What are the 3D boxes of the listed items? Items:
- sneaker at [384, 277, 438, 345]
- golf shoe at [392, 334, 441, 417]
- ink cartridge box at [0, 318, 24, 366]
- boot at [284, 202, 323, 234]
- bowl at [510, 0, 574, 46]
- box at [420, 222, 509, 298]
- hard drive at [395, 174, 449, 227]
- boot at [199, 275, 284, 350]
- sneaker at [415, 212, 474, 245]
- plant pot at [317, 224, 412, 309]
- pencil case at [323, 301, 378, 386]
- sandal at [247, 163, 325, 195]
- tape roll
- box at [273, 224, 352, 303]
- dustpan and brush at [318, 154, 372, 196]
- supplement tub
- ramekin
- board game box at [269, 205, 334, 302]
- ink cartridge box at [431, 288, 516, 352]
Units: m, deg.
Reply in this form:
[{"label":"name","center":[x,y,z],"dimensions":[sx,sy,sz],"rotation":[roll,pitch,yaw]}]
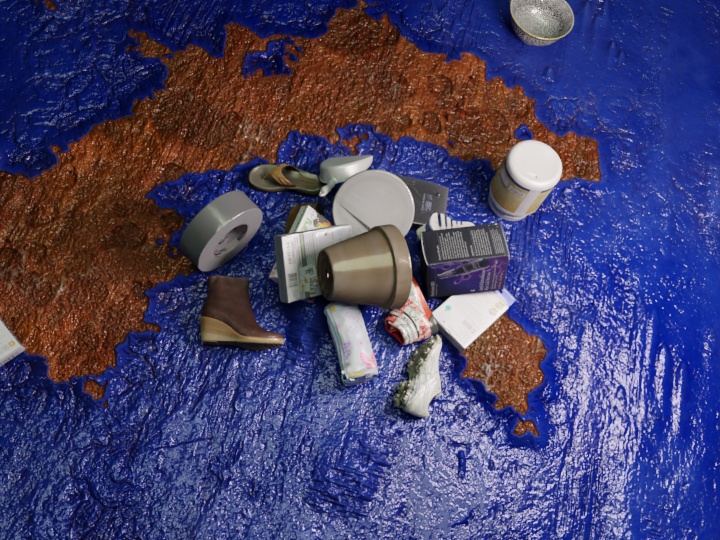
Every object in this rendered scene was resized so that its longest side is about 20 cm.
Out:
[{"label":"sneaker","center":[0.097,0.084,1.704],"dimensions":[0.108,0.067,0.202],"rotation":[-22,72,-18]},{"label":"golf shoe","center":[0.155,0.251,1.649],"dimensions":[0.097,0.078,0.200],"rotation":[35,67,-15]},{"label":"ink cartridge box","center":[-0.877,0.156,1.525],"dimensions":[0.198,0.043,0.200],"rotation":[-38,79,-22]},{"label":"boot","center":[-0.158,-0.079,1.749],"dimensions":[0.075,0.074,0.200],"rotation":[8,66,27]},{"label":"bowl","center":[0.536,-0.750,2.136],"dimensions":[0.200,0.094,0.201],"rotation":[4,66,-8]},{"label":"box","center":[0.248,-0.023,1.702],"dimensions":[0.200,0.148,0.104],"rotation":[-8,54,1]},{"label":"hard drive","center":[0.126,-0.178,1.840],"dimensions":[0.200,0.042,0.135],"rotation":[12,64,-3]},{"label":"boot","center":[-0.270,0.095,1.635],"dimensions":[0.200,0.072,0.167],"rotation":[6,67,-3]},{"label":"sneaker","center":[0.215,-0.080,1.793],"dimensions":[0.199,0.115,0.081],"rotation":[20,62,-33]},{"label":"plant pot","center":[0.000,0.000,1.609],"dimensions":[0.173,0.200,0.200],"rotation":[-7,67,-22]},{"label":"pencil case","center":[-0.025,0.168,1.637],"dimensions":[0.091,0.083,0.200],"rotation":[-4,65,-26]},{"label":"sandal","center":[-0.188,-0.238,1.809],"dimensions":[0.200,0.055,0.082],"rotation":[11,65,-5]},{"label":"tape roll","center":[-0.323,-0.091,1.640],"dimensions":[0.066,0.200,0.200],"rotation":[43,67,11]},{"label":"box","center":[-0.104,-0.020,1.655],"dimensions":[0.200,0.041,0.156],"rotation":[-13,103,-35]},{"label":"dustpan and brush","center":[-0.062,-0.240,1.780],"dimensions":[0.139,0.057,0.200],"rotation":[0,22,25]},{"label":"supplement tub","center":[0.420,-0.228,1.823],"dimensions":[0.144,0.200,0.145],"rotation":[4,66,-8]},{"label":"ramekin","center":[0.034,-0.155,1.743],"dimensions":[0.202,0.094,0.203],"rotation":[1,105,4]},{"label":"board game box","center":[-0.129,-0.039,1.694],"dimensions":[0.126,0.035,0.200],"rotation":[36,66,-35]},{"label":"ink cartridge box","center":[0.278,0.097,1.743],"dimensions":[0.200,0.042,0.119],"rotation":[-39,76,-20]}]
